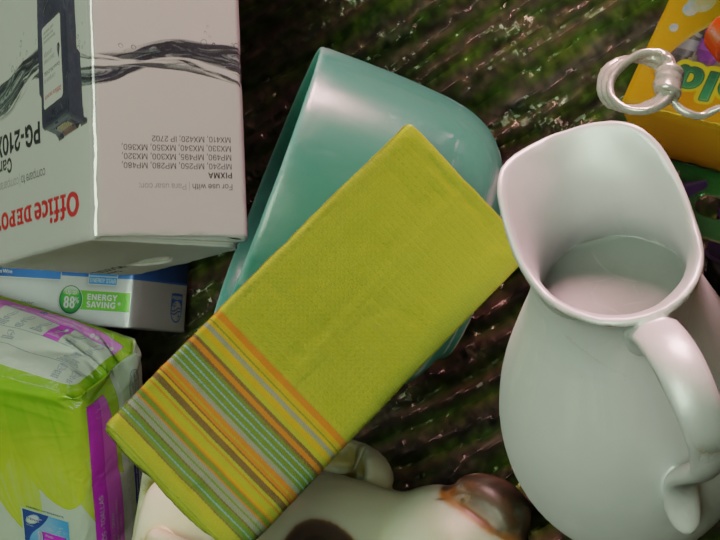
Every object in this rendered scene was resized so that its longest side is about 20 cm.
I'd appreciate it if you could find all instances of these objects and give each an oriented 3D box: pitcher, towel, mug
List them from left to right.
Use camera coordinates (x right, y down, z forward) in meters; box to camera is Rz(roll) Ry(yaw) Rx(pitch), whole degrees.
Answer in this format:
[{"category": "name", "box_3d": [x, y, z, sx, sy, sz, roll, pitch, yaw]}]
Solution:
[{"category": "towel", "box_3d": [-0.018, 0.031, 1.212, 0.200, 0.018, 0.086, -45, 97, -13]}, {"category": "mug", "box_3d": [0.000, -0.003, 1.304, 0.114, 0.152, 0.186, 21, 80, -6]}, {"category": "pitcher", "box_3d": [0.127, 0.059, 1.201, 0.121, 0.201, 0.172, -17, 49, -4]}]

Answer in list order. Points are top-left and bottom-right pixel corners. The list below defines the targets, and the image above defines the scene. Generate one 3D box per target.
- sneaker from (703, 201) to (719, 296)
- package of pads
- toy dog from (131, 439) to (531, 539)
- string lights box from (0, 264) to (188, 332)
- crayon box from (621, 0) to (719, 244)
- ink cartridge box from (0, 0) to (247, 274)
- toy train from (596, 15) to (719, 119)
[{"category": "sneaker", "box_3d": [0.249, 0.019, 1.236, 0.200, 0.076, 0.088, 32, 111, 32]}, {"category": "package of pads", "box_3d": [-0.206, 0.085, 1.423, 0.199, 0.068, 0.155, 16, 125, 26]}, {"category": "toy dog", "box_3d": [-0.013, 0.138, 1.299, 0.199, 0.194, 0.140, 10, 76, -6]}, {"category": "string lights box", "box_3d": [-0.143, -0.070, 1.438, 0.102, 0.059, 0.201, 2, 88, 28]}, {"category": "crayon box", "box_3d": [0.205, -0.106, 1.224, 0.125, 0.052, 0.201, 16, 70, 26]}, {"category": "ink cartridge box", "box_3d": [-0.124, -0.104, 1.316, 0.145, 0.084, 0.201, -11, 80, 62]}, {"category": "toy train", "box_3d": [0.187, -0.133, 1.186, 0.149, 0.056, 0.201, 11, 64, 25]}]
